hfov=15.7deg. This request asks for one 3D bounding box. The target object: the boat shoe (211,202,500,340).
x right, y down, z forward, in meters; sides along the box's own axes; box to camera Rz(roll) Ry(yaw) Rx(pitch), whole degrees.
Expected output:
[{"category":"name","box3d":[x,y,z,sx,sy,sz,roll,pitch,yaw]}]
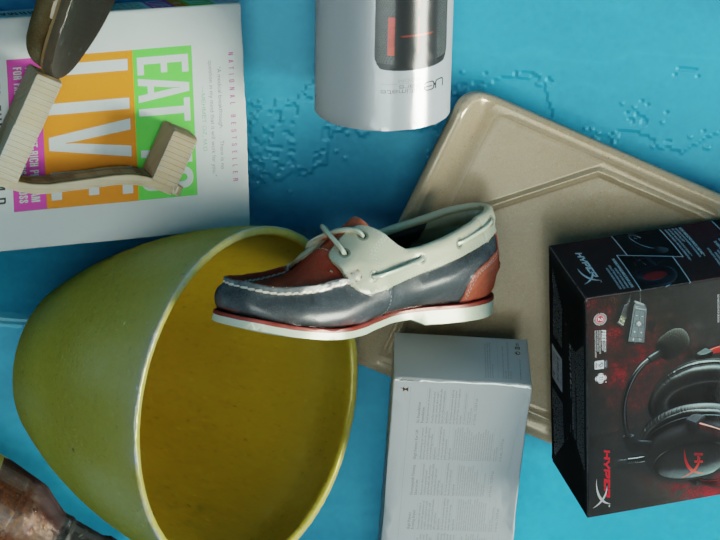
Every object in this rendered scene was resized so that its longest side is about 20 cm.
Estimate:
[{"category":"boat shoe","box3d":[0.000,0.000,1.456,0.200,0.071,0.063,-6,109,-40]}]

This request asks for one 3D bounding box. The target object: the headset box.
[{"category":"headset box","box3d":[0.215,0.050,1.533,0.199,0.075,0.149,-8,118,-11]}]

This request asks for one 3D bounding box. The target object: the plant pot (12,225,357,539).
[{"category":"plant pot","box3d":[-0.117,0.066,1.509,0.142,0.200,0.201,9,117,35]}]

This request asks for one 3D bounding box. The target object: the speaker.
[{"category":"speaker","box3d":[0.014,-0.182,1.460,0.081,0.081,0.201,1,111,-1]}]

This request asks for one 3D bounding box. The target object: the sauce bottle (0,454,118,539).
[{"category":"sauce bottle","box3d":[-0.237,0.139,1.592,0.200,0.066,0.066,33,108,-13]}]

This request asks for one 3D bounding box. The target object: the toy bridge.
[{"category":"toy bridge","box3d":[-0.186,-0.079,1.438,0.200,0.027,0.067,23,98,-23]}]

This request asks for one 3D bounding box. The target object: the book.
[{"category":"book","box3d":[-0.165,-0.084,1.483,0.199,0.048,0.134,-7,108,-19]}]

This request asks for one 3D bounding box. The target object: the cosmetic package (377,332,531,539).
[{"category":"cosmetic package","box3d":[0.053,0.131,1.576,0.082,0.051,0.201,2,126,-3]}]

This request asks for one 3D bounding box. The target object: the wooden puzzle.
[{"category":"wooden puzzle","box3d":[0.110,0.005,1.561,0.199,0.037,0.185,21,110,-14]}]

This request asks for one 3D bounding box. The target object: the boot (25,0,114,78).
[{"category":"boot","box3d":[-0.161,-0.205,1.434,0.075,0.074,0.201,13,83,6]}]
